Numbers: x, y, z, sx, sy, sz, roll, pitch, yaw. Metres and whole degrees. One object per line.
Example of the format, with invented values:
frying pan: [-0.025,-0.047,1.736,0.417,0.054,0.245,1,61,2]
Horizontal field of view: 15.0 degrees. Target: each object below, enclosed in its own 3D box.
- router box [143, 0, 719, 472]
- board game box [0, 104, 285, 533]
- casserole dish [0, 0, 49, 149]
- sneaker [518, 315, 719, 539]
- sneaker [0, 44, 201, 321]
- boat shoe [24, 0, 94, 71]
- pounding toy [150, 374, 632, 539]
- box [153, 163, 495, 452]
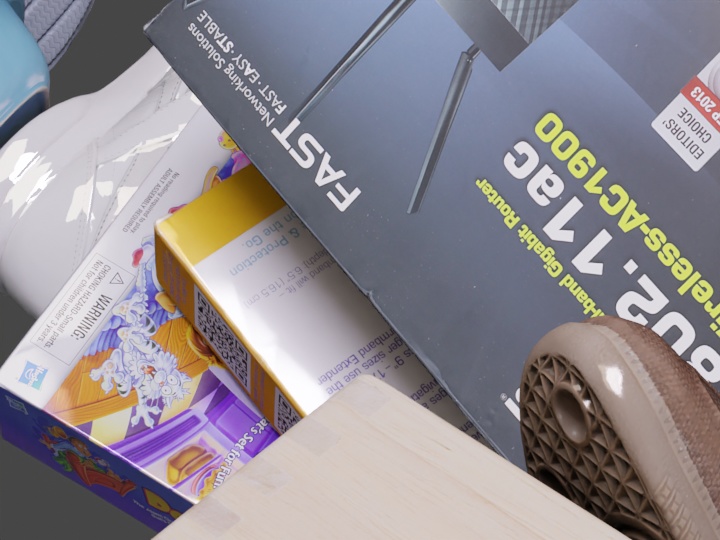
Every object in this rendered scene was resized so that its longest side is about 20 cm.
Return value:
router box: [0.059,-0.046,0.726,0.150,0.062,0.200,-46,70,15]
board game box: [0.000,0.000,0.841,0.134,0.045,0.200,30,66,11]
casserole dish: [-0.166,-0.011,0.918,0.039,0.121,0.200,37,70,5]
sneaker: [0.107,0.085,0.669,0.075,0.200,0.070,-35,21,-21]
sneaker: [-0.039,-0.047,0.927,0.100,0.075,0.200,38,75,24]
boat shoe: [-0.183,-0.072,0.998,0.200,0.072,0.062,-40,43,-10]
pounding toy: [0.003,0.151,0.671,0.142,0.185,0.200,-38,47,-25]
box: [0.045,0.036,0.779,0.119,0.042,0.200,-33,72,-18]
